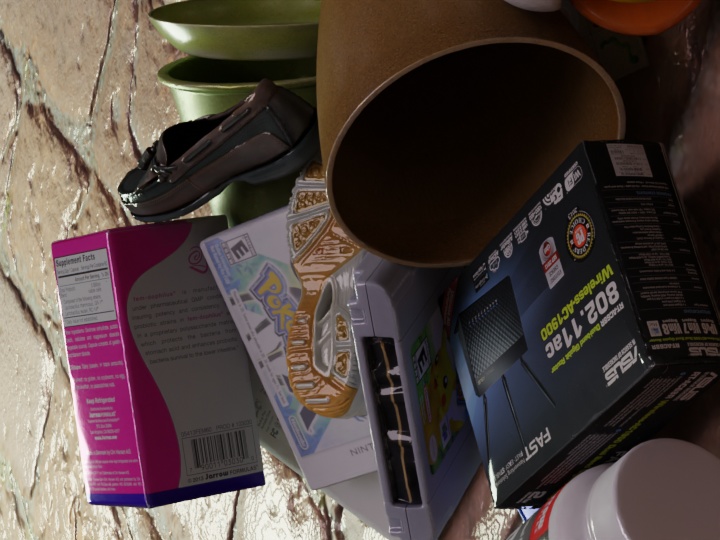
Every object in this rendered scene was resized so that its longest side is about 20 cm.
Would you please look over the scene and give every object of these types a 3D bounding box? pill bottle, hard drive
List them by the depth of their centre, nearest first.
[{"bbox_3d":[0.146,0.185,1.338,0.200,0.114,0.114,-52,45,51],"label":"pill bottle"},{"bbox_3d":[-0.014,0.107,1.626,0.200,0.027,0.132,35,131,14],"label":"hard drive"}]

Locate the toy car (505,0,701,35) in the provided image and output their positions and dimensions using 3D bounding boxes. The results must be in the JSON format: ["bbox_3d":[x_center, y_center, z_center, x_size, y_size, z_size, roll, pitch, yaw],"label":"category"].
[{"bbox_3d":[0.152,-0.233,1.316,0.150,0.175,0.200,56,-159,-69],"label":"toy car"}]

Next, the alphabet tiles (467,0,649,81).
[{"bbox_3d":[0.104,-0.168,1.453,0.166,0.006,0.200,-22,81,40],"label":"alphabet tiles"}]

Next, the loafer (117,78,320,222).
[{"bbox_3d":[-0.105,-0.088,1.525,0.200,0.063,0.072,-17,37,44],"label":"loafer"}]

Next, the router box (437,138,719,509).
[{"bbox_3d":[0.130,0.036,1.333,0.200,0.062,0.150,-51,47,50],"label":"router box"}]

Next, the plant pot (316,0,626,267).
[{"bbox_3d":[0.045,-0.137,1.391,0.200,0.186,0.186,-109,32,-41],"label":"plant pot"}]

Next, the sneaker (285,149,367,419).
[{"bbox_3d":[0.000,0.000,1.491,0.076,0.088,0.200,6,87,37],"label":"sneaker"}]

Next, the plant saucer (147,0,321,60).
[{"bbox_3d":[-0.058,-0.182,1.654,0.200,0.200,0.031,24,120,61],"label":"plant saucer"}]

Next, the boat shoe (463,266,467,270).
[{"bbox_3d":[0.077,-0.036,1.535,0.202,0.060,0.072,-61,38,44],"label":"boat shoe"}]

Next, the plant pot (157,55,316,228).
[{"bbox_3d":[-0.041,-0.067,1.662,0.200,0.200,0.190,21,121,62],"label":"plant pot"}]

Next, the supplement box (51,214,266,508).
[{"bbox_3d":[-0.149,0.066,1.622,0.103,0.101,0.200,-6,91,57],"label":"supplement box"}]

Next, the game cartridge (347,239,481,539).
[{"bbox_3d":[0.041,0.067,1.450,0.133,0.040,0.200,-59,-37,-58],"label":"game cartridge"}]

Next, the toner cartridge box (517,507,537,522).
[{"bbox_3d":[0.143,0.067,1.423,0.095,0.043,0.200,65,143,42],"label":"toner cartridge box"}]

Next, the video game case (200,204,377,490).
[{"bbox_3d":[0.000,0.041,1.555,0.182,0.022,0.200,-20,97,31],"label":"video game case"}]
